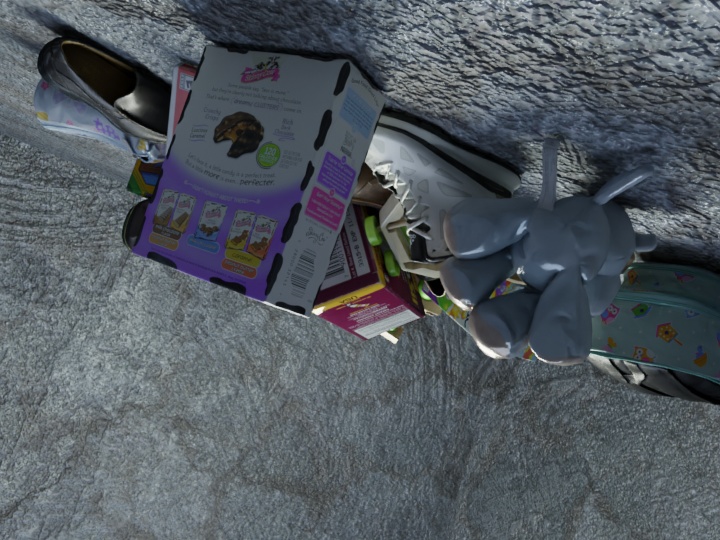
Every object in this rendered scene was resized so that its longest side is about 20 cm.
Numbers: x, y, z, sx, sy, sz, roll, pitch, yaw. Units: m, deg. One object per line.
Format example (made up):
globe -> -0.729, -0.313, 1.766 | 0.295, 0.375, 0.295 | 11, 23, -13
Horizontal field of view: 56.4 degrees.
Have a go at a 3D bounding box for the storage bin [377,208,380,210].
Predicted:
storage bin -> -0.020, -0.078, 1.057 | 0.199, 0.095, 0.135 | 22, 175, -39

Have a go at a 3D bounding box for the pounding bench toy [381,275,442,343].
pounding bench toy -> 0.090, 0.035, 1.202 | 0.123, 0.202, 0.156 | 23, 177, 3

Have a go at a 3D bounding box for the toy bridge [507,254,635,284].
toy bridge -> 0.201, -0.010, 0.760 | 0.197, 0.027, 0.067 | 2, 147, -6

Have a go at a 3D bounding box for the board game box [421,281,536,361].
board game box -> 0.199, 0.039, 1.041 | 0.102, 0.106, 0.200 | 17, -165, -30

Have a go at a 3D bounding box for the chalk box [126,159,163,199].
chalk box -> -0.229, -0.143, 0.989 | 0.199, 0.125, 0.124 | 16, 175, 45

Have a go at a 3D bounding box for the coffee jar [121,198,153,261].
coffee jar -> -0.299, -0.056, 1.003 | 0.103, 0.086, 0.200 | 19, 176, -20

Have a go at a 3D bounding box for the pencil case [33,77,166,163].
pencil case -> -0.340, -0.209, 0.908 | 0.198, 0.092, 0.083 | 20, 176, 15

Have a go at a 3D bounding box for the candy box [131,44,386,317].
candy box -> -0.090, -0.082, 0.582 | 0.166, 0.202, 0.071 | 17, 176, 33

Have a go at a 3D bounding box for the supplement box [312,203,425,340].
supplement box -> 0.000, 0.000, 0.884 | 0.102, 0.132, 0.200 | -21, 159, 14

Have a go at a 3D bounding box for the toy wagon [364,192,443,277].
toy wagon -> 0.099, -0.033, 0.778 | 0.153, 0.040, 0.200 | -13, 145, 15

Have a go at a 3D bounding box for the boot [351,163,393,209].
boot -> 0.028, -0.110, 0.765 | 0.198, 0.074, 0.075 | 24, 147, -20

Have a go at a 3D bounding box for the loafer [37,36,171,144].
loafer -> -0.275, -0.206, 0.792 | 0.199, 0.074, 0.072 | 21, 171, -33

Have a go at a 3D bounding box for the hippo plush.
hippo plush -> 0.174, -0.024, 0.618 | 0.158, 0.202, 0.160 | 24, -157, 30

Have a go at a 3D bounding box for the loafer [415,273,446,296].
loafer -> 0.106, -0.005, 0.934 | 0.071, 0.064, 0.200 | 21, 176, 21

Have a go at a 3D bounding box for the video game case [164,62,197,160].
video game case -> -0.115, -0.123, 0.727 | 0.198, 0.144, 0.017 | 19, -147, 3

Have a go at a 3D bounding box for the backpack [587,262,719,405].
backpack -> 0.356, 0.072, 0.779 | 0.198, 0.155, 0.175 | 11, 179, -32

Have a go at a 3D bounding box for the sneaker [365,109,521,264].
sneaker -> 0.050, -0.072, 0.640 | 0.198, 0.117, 0.076 | 21, 176, -11
